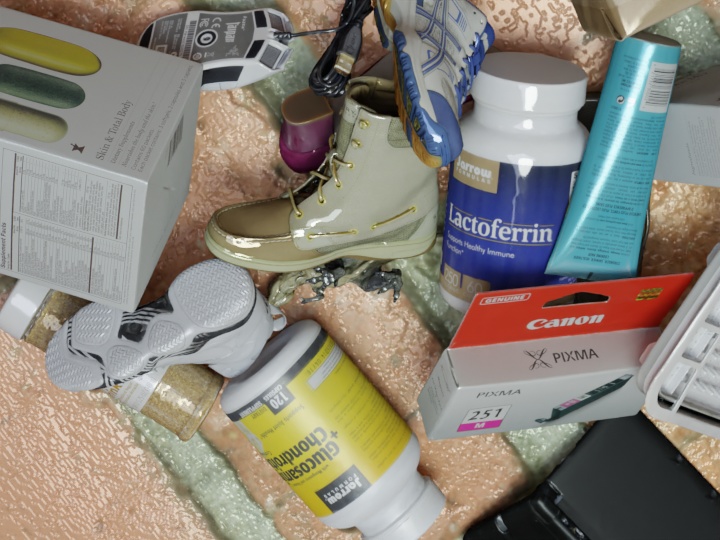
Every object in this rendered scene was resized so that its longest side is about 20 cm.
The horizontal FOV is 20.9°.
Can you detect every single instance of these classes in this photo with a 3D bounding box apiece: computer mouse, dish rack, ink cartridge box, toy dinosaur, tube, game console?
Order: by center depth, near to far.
[{"bbox_3d":[0.204,-0.086,1.533,0.077,0.050,0.202,10,105,-10],"label":"tube"},{"bbox_3d":[0.163,0.071,1.593,0.198,0.044,0.174,-5,151,-19],"label":"ink cartridge box"},{"bbox_3d":[0.310,0.053,1.607,0.199,0.044,0.172,21,105,-48],"label":"dish rack"},{"bbox_3d":[-0.089,-0.182,1.614,0.198,0.110,0.044,-2,145,16],"label":"computer mouse"},{"bbox_3d":[0.000,0.000,1.649,0.198,0.088,0.048,-14,103,9],"label":"toy dinosaur"},{"bbox_3d":[0.224,0.246,1.740,0.200,0.117,0.176,46,135,-8],"label":"game console"}]

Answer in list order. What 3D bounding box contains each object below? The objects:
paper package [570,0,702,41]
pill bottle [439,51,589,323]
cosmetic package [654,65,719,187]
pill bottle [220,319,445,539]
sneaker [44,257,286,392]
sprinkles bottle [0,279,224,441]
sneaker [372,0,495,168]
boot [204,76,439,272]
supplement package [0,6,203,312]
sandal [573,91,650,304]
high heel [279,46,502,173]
[{"bbox_3d":[0.251,-0.264,1.486,0.199,0.191,0.104,-26,98,2],"label":"paper package"},{"bbox_3d":[0.127,-0.068,1.587,0.115,0.116,0.202,5,110,3],"label":"pill bottle"},{"bbox_3d":[0.308,-0.112,1.522,0.101,0.200,0.075,-22,108,-25],"label":"cosmetic package"},{"bbox_3d":[-0.019,0.149,1.682,0.112,0.112,0.200,-39,99,14],"label":"pill bottle"},{"bbox_3d":[-0.159,0.061,1.640,0.199,0.115,0.076,-23,64,16],"label":"sneaker"},{"bbox_3d":[-0.217,0.070,1.699,0.199,0.068,0.069,32,107,-5],"label":"sprinkles bottle"},{"bbox_3d":[0.066,-0.168,1.507,0.087,0.201,0.076,-6,146,-7],"label":"sneaker"},{"bbox_3d":[-0.024,-0.079,1.571,0.198,0.072,0.156,-5,132,-16],"label":"boot"},{"bbox_3d":[-0.248,-0.094,1.579,0.198,0.152,0.151,16,136,3],"label":"supplement package"},{"bbox_3d":[0.203,-0.048,1.634,0.081,0.055,0.202,2,107,4],"label":"sandal"},{"bbox_3d":[0.026,-0.137,1.639,0.198,0.096,0.068,-13,65,-5],"label":"high heel"}]
